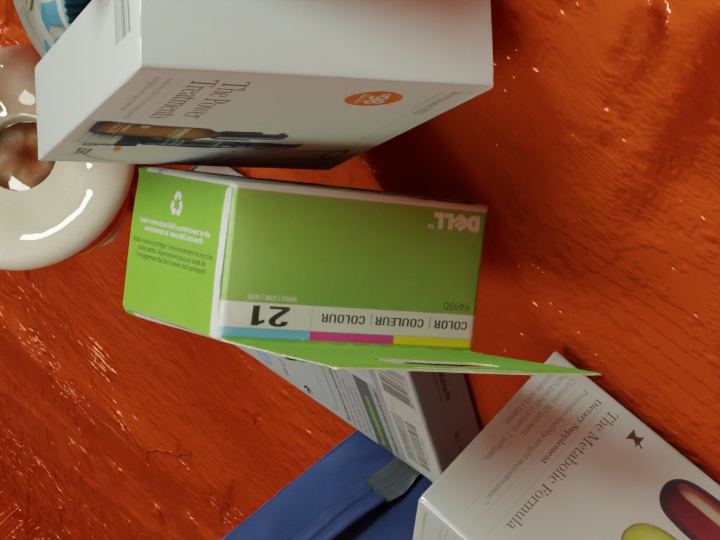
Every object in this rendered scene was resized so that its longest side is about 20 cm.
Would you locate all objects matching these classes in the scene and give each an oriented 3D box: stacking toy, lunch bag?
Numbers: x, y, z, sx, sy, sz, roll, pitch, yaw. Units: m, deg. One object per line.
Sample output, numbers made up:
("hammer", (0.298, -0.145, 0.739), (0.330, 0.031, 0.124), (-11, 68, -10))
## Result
("stacking toy", (-0.204, -0.054, 1.214), (0.146, 0.146, 0.200), (41, 174, 13))
("lunch bag", (-0.003, 0.195, 1.139), (0.136, 0.200, 0.133), (31, 153, 47))

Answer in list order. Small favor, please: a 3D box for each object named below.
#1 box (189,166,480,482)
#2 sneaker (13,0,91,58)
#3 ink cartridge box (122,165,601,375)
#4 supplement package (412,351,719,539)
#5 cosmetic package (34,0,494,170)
("box", (-0.020, 0.033, 1.099), (0.200, 0.041, 0.156), (31, 154, 34))
("sneaker", (-0.150, -0.152, 0.960), (0.081, 0.077, 0.200), (34, 156, 18))
("ink cartridge box", (0.000, 0.000, 0.840), (0.200, 0.147, 0.076), (10, 95, 57))
("supplement package", (0.136, 0.160, 0.924), (0.200, 0.114, 0.110), (39, 159, 16))
("cosmetic package", (-0.050, -0.085, 0.796), (0.200, 0.150, 0.052), (161, 106, -68))
